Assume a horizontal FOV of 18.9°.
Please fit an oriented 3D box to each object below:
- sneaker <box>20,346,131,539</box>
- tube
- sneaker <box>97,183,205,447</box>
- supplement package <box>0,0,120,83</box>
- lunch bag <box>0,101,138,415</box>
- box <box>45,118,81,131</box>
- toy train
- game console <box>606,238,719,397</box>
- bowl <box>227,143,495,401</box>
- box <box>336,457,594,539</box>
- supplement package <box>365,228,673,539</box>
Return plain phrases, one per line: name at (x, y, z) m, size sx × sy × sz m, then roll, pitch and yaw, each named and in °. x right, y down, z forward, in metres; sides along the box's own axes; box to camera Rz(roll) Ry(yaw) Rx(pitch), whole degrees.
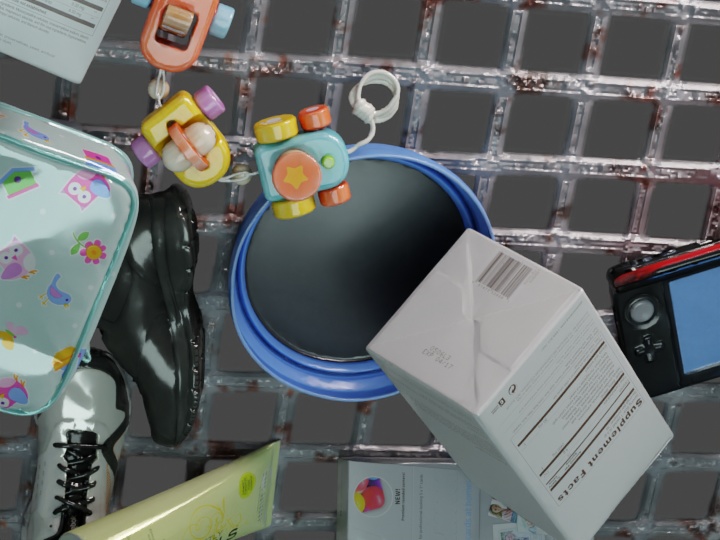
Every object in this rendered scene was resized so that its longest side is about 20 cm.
sneaker at (-0.206, 0.152, 1.590) m, size 0.074 × 0.080 × 0.200 m, roll 3°, pitch 114°, yaw -12°
tube at (-0.133, 0.186, 1.602) m, size 0.200 × 0.052 × 0.058 m, roll -18°, pitch 167°, yaw -45°
sneaker at (-0.157, 0.033, 1.555) m, size 0.091 × 0.076 × 0.200 m, roll -3°, pitch 110°, yaw -1°
supplement package at (-0.205, -0.254, 1.345) m, size 0.151 × 0.152 × 0.200 m, roll 21°, pitch 109°, yaw -21°
lunch bag at (-0.240, -0.006, 1.442) m, size 0.160 × 0.077 × 0.200 m, roll 17°, pitch 111°, yaw -22°
box at (-0.286, -0.015, 1.501) m, size 0.156 × 0.041 × 0.200 m, roll 7°, pitch 113°, yaw -16°
toy train at (-0.077, -0.116, 1.474) m, size 0.200 × 0.056 × 0.150 m, roll 25°, pitch 103°, yaw -10°
game console at (0.297, 0.022, 1.619) m, size 0.200 × 0.119 × 0.173 m, roll -16°, pitch 118°, yaw -4°
bowl at (0.000, 0.000, 1.584) m, size 0.200 × 0.039 × 0.201 m, roll -5°, pitch 117°, yaw -10°
box at (0.081, 0.224, 1.678) m, size 0.200 × 0.041 × 0.156 m, roll 1°, pitch 88°, yaw -15°
supplement package at (0.118, 0.088, 1.563) m, size 0.120 × 0.121 × 0.200 m, roll -49°, pitch 137°, yaw -12°
